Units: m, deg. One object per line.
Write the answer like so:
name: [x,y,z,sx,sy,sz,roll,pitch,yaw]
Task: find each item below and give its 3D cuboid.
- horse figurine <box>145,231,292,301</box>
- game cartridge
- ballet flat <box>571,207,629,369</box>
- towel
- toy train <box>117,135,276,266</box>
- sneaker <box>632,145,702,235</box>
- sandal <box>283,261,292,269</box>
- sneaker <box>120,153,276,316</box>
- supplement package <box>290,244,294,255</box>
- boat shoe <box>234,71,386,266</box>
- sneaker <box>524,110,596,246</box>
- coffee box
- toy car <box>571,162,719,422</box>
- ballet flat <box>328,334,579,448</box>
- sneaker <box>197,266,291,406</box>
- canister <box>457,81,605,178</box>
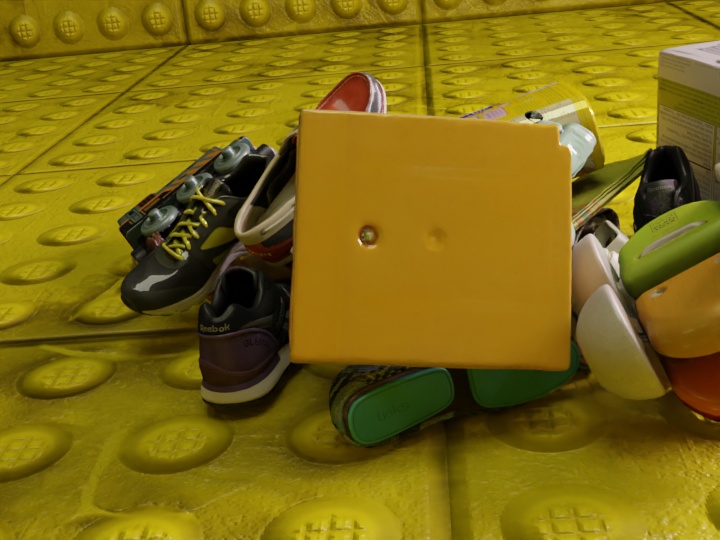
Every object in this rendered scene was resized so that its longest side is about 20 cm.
horse figurine: [-0.115,-0.008,1.034,0.198,0.050,0.133,-9,41,-34]
game cartridge: [0.051,-0.020,0.724,0.197,0.179,0.032,3,-7,-7]
ballet flat: [0.199,0.000,0.871,0.069,0.071,0.201,37,31,-10]
towel: [0.200,-0.067,0.961,0.086,0.018,0.199,-10,18,46]
toy train: [-0.180,-0.076,1.138,0.200,0.086,0.114,-42,32,-12]
sneaker: [0.258,-0.028,0.887,0.075,0.088,0.201,-7,41,23]
sandal: [0.000,0.000,0.995,0.198,0.055,0.082,13,37,1]
sneaker: [-0.146,-0.040,0.944,0.074,0.085,0.200,28,55,30]
supplement package: [0.028,-0.029,0.847,0.117,0.117,0.200,37,5,-1]
boat shoe: [-0.045,-0.100,0.923,0.071,0.201,0.063,28,-8,34]
sneaker: [0.154,-0.079,0.852,0.118,0.074,0.200,-44,17,2]
coffee box: [0.414,-0.108,0.965,0.197,0.200,0.200,-10,22,-12]
toy car: [0.250,0.029,0.729,0.174,0.151,0.200,-30,19,16]
ballet flat: [0.066,0.075,0.767,0.198,0.075,0.074,-11,21,-19]
sneaker: [-0.082,0.030,0.867,0.075,0.089,0.200,-3,20,12]
canister: [0.128,-0.114,1.019,0.198,0.087,0.149,-19,18,5]
